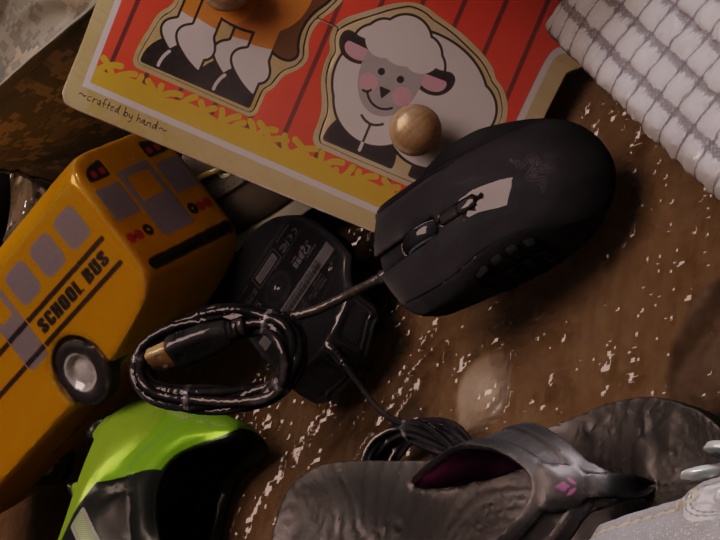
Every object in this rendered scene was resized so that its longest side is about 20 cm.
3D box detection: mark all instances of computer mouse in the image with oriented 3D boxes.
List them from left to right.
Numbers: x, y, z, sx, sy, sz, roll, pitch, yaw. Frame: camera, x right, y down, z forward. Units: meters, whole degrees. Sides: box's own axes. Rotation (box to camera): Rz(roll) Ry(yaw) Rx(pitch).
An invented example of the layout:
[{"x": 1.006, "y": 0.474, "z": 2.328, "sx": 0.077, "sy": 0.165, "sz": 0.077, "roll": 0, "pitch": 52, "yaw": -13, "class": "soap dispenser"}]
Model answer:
[{"x": 0.000, "y": 0.000, "z": 0.860, "sx": 0.199, "sy": 0.034, "sz": 0.059, "roll": -27, "pitch": 68, "yaw": 13, "class": "computer mouse"}, {"x": 0.005, "y": 0.041, "z": 0.903, "sx": 0.059, "sy": 0.034, "sz": 0.200, "roll": -53, "pitch": 41, "yaw": 13, "class": "computer mouse"}]

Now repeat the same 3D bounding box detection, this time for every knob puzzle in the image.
[{"x": 0.001, "y": -0.124, "z": 0.898, "sx": 0.220, "sy": 0.219, "sz": 0.030, "roll": -60, "pitch": -6, "yaw": 1, "class": "knob puzzle"}]

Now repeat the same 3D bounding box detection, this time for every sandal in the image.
[{"x": 0.039, "y": 0.088, "z": 0.787, "sx": 0.200, "sy": 0.048, "sz": 0.076, "roll": -16, "pitch": 68, "yaw": 39, "class": "sandal"}]

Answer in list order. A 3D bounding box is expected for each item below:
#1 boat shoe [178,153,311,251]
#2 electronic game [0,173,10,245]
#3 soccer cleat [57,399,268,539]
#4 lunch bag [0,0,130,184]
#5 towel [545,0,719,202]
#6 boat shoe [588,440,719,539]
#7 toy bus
[{"x": -0.056, "y": -0.047, "z": 1.002, "sx": 0.201, "sy": 0.060, "sz": 0.072, "roll": -34, "pitch": 21, "yaw": 32, "class": "boat shoe"}, {"x": -0.263, "y": -0.070, "z": 1.198, "sx": 0.200, "sy": 0.200, "sz": 0.042, "roll": -25, "pitch": 13, "yaw": 40, "class": "electronic game"}, {"x": -0.096, "y": 0.143, "z": 0.924, "sx": 0.081, "sy": 0.067, "sz": 0.201, "roll": 3, "pitch": 67, "yaw": 39, "class": "soccer cleat"}, {"x": -0.113, "y": -0.124, "z": 1.034, "sx": 0.118, "sy": 0.164, "sz": 0.200, "roll": 46, "pitch": 106, "yaw": 22, "class": "lunch bag"}, {"x": 0.164, "y": -0.091, "z": 0.744, "sx": 0.166, "sy": 0.085, "sz": 0.200, "roll": -51, "pitch": 33, "yaw": 10, "class": "towel"}, {"x": 0.146, "y": 0.073, "z": 0.656, "sx": 0.201, "sy": 0.074, "sz": 0.065, "roll": -18, "pitch": 45, "yaw": 40, "class": "boat shoe"}, {"x": -0.133, "y": 0.034, "z": 0.998, "sx": 0.200, "sy": 0.078, "sz": 0.065, "roll": -45, "pitch": -9, "yaw": 37, "class": "toy bus"}]
